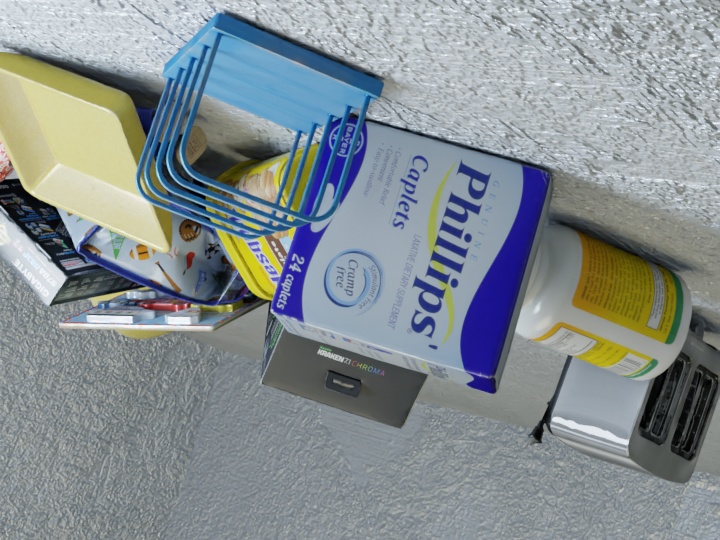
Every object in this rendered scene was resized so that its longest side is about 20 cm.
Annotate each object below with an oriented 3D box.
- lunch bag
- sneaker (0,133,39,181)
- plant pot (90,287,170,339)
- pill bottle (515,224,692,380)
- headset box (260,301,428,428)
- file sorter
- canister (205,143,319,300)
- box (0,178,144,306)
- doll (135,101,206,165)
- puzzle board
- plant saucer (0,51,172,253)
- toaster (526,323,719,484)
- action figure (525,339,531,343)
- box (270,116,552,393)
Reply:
[{"bbox_3d":[-0.221,-0.053,1.551,0.199,0.124,0.170,31,-169,-30],"label":"lunch bag"},{"bbox_3d":[-0.373,-0.158,1.516,0.067,0.107,0.202,50,-166,-21],"label":"sneaker"},{"bbox_3d":[-0.227,-0.018,1.745,0.141,0.202,0.199,-4,160,35],"label":"plant pot"},{"bbox_3d":[0.207,0.023,1.334,0.198,0.114,0.113,21,171,-21],"label":"pill bottle"},{"bbox_3d":[-0.015,0.071,1.586,0.172,0.093,0.201,19,-151,-11],"label":"headset box"},{"bbox_3d":[-0.093,-0.104,1.121,0.138,0.124,0.200,21,171,-17],"label":"file sorter"},{"bbox_3d":[-0.067,-0.046,1.398,0.150,0.086,0.200,62,157,-10],"label":"canister"},{"bbox_3d":[-0.335,-0.039,1.587,0.159,0.046,0.200,44,-159,14],"label":"box"},{"bbox_3d":[-0.246,-0.143,1.409,0.198,0.049,0.137,13,156,38],"label":"doll"},{"bbox_3d":[-0.217,0.041,1.580,0.198,0.018,0.151,0,-168,23],"label":"puzzle board"},{"bbox_3d":[-0.271,-0.125,1.357,0.198,0.049,0.201,22,149,26],"label":"plant saucer"},{"bbox_3d":[0.304,0.136,1.555,0.118,0.202,0.180,15,171,41],"label":"toaster"},{"bbox_3d":[0.153,0.019,1.489,0.198,0.070,0.130,20,140,-11],"label":"action figure"},{"bbox_3d":[0.047,-0.014,1.197,0.198,0.186,0.105,16,169,9],"label":"box"}]
